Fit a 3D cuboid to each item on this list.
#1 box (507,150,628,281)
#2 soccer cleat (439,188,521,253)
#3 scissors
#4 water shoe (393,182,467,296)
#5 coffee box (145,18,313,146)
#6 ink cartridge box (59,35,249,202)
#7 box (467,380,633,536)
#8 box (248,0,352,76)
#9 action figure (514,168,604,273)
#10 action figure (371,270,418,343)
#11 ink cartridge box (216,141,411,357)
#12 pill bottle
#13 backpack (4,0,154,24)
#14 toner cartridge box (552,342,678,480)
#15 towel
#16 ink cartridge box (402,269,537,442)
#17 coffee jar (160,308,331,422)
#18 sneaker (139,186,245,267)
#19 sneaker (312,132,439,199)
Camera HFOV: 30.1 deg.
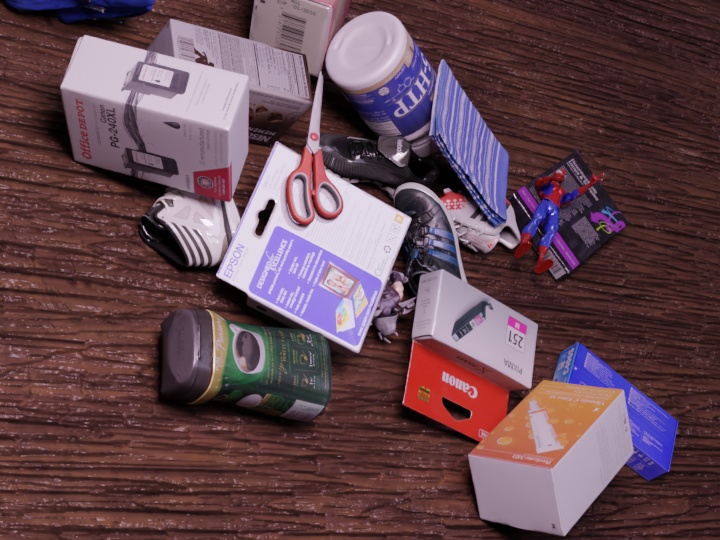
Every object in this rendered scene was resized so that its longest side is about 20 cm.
[{"bbox_3d":[0.313,-0.086,2.033,0.199,0.036,0.144,-33,86,-44],"label":"box"},{"bbox_3d":[0.149,-0.063,1.868,0.199,0.069,0.086,-4,62,-45],"label":"soccer cleat"},{"bbox_3d":[-0.064,-0.152,1.635,0.072,0.014,0.202,-2,75,-22],"label":"scissors"},{"bbox_3d":[0.091,-0.019,1.761,0.079,0.071,0.202,-24,91,-61],"label":"water shoe"},{"bbox_3d":[-0.173,-0.232,1.684,0.198,0.113,0.081,9,58,-35],"label":"coffee box"},{"bbox_3d":[-0.231,-0.171,1.525,0.198,0.146,0.084,14,59,4],"label":"ink cartridge box"},{"bbox_3d":[0.244,0.232,1.698,0.200,0.123,0.098,-36,121,-45],"label":"box"},{"bbox_3d":[-0.070,-0.385,1.830,0.108,0.128,0.201,18,50,3],"label":"box"},{"bbox_3d":[0.286,-0.095,1.923,0.065,0.099,0.201,37,41,-14],"label":"action figure"},{"bbox_3d":[0.000,0.000,1.713,0.129,0.069,0.202,-13,76,-50],"label":"action figure"},{"bbox_3d":[-0.058,-0.025,1.628,0.199,0.043,0.200,29,65,-13],"label":"ink cartridge box"},{"bbox_3d":[0.047,-0.245,1.822,0.200,0.119,0.121,45,36,-49],"label":"pill bottle"},{"bbox_3d":[-0.346,-0.380,1.608,0.197,0.169,0.164,-2,56,-3],"label":"backpack"},{"bbox_3d":[0.356,0.199,1.884,0.199,0.043,0.095,38,46,-14],"label":"toner cartridge box"},{"bbox_3d":[0.154,-0.172,1.834,0.200,0.024,0.146,50,36,-39],"label":"towel"},{"bbox_3d":[0.144,0.117,1.716,0.199,0.043,0.175,29,60,-37],"label":"ink cartridge box"},{"bbox_3d":[-0.133,0.108,1.524,0.198,0.085,0.105,14,59,-32],"label":"coffee jar"},{"bbox_3d":[-0.214,-0.097,1.594,0.115,0.075,0.202,-7,71,-42],"label":"sneaker"},{"bbox_3d":[0.024,-0.153,1.805,0.198,0.090,0.067,20,52,-27],"label":"sneaker"}]
